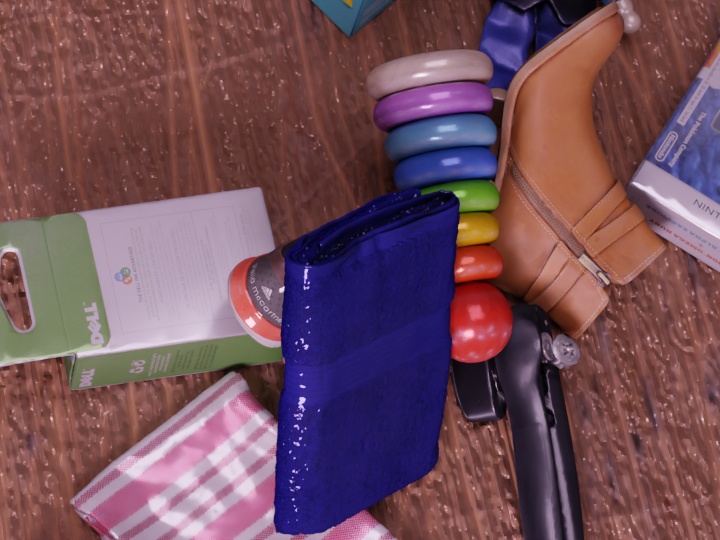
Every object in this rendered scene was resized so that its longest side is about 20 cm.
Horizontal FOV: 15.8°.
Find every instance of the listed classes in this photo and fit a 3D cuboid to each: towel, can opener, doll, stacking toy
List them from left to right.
[{"bbox_3d":[-0.068,0.172,1.653,0.146,0.030,0.200,-39,77,-25],"label":"towel"},{"bbox_3d":[-0.002,0.055,1.622,0.049,0.201,0.147,25,34,36],"label":"towel"},{"bbox_3d":[0.058,-0.039,1.698,0.085,0.085,0.201,-7,84,-14],"label":"stacking toy"},{"bbox_3d":[0.117,0.114,1.709,0.063,0.078,0.201,12,58,-50],"label":"can opener"},{"bbox_3d":[0.137,-0.192,1.857,0.136,0.049,0.201,14,66,-5],"label":"doll"}]

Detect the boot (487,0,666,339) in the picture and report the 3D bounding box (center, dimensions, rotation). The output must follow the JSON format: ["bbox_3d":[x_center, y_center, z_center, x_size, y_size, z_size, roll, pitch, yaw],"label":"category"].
[{"bbox_3d":[0.151,-0.068,1.759,0.155,0.074,0.200,41,101,3],"label":"boot"}]

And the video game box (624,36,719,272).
[{"bbox_3d":[0.305,-0.076,1.837,0.182,0.047,0.200,33,63,3],"label":"video game box"}]

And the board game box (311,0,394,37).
[{"bbox_3d":[0.045,-0.268,1.792,0.047,0.200,0.151,44,64,12],"label":"board game box"}]

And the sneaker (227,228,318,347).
[{"bbox_3d":[0.000,0.000,1.681,0.200,0.082,0.077,-22,82,-56],"label":"sneaker"}]

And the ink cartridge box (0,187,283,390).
[{"bbox_3d":[-0.152,0.015,1.695,0.199,0.059,0.104,-8,67,-15],"label":"ink cartridge box"}]
